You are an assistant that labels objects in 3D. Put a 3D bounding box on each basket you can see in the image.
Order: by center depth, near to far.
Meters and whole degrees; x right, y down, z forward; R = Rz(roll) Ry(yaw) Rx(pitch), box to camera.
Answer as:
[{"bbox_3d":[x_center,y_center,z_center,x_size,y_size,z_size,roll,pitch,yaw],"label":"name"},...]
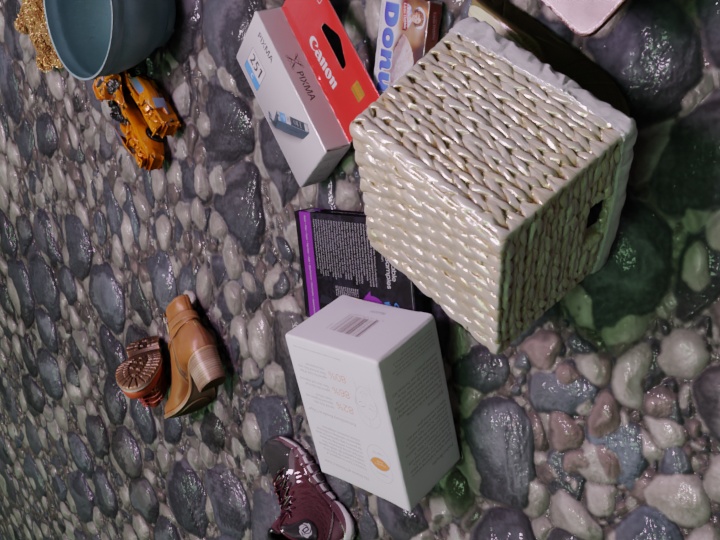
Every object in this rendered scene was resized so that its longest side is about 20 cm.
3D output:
[{"bbox_3d":[0.110,-0.072,0.709,0.200,0.160,0.200,43,161,29],"label":"basket"}]

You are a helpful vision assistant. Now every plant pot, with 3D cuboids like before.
[{"bbox_3d":[-0.355,-0.386,1.152,0.198,0.133,0.204,16,113,40],"label":"plant pot"}]

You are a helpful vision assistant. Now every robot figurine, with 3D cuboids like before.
[{"bbox_3d":[-0.359,-0.265,1.248,0.201,0.058,0.146,53,131,19],"label":"robot figurine"}]

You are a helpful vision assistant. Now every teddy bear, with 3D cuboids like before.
[{"bbox_3d":[-0.561,-0.451,1.389,0.143,0.066,0.204,21,117,37],"label":"teddy bear"}]

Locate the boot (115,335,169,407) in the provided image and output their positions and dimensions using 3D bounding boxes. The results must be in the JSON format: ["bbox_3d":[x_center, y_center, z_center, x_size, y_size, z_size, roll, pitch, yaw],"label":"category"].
[{"bbox_3d":[-0.358,0.190,1.337,0.200,0.074,0.109,-122,20,-76],"label":"boot"}]

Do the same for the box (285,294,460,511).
[{"bbox_3d":[0.017,0.151,0.934,0.151,0.106,0.203,11,123,42],"label":"box"}]

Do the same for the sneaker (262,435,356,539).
[{"bbox_3d":[-0.104,0.330,1.134,0.200,0.114,0.077,43,129,27],"label":"sneaker"}]

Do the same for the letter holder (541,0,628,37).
[{"bbox_3d":[0.217,-0.304,0.623,0.143,0.100,0.201,51,133,18],"label":"letter holder"}]

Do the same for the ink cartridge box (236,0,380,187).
[{"bbox_3d":[-0.069,-0.231,0.954,0.203,0.044,0.176,63,147,10],"label":"ink cartridge box"}]

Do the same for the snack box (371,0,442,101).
[{"bbox_3d":[0.045,-0.199,0.882,0.071,0.024,0.204,27,121,39],"label":"snack box"}]

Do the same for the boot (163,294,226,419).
[{"bbox_3d":[-0.298,0.147,1.306,0.157,0.076,0.200,62,142,18],"label":"boot"}]

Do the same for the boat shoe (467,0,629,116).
[{"bbox_3d":[0.165,-0.180,0.739,0.202,0.071,0.067,52,139,28],"label":"boat shoe"}]

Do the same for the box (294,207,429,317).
[{"bbox_3d":[0.000,0.000,0.984,0.198,0.036,0.146,10,110,45],"label":"box"}]
